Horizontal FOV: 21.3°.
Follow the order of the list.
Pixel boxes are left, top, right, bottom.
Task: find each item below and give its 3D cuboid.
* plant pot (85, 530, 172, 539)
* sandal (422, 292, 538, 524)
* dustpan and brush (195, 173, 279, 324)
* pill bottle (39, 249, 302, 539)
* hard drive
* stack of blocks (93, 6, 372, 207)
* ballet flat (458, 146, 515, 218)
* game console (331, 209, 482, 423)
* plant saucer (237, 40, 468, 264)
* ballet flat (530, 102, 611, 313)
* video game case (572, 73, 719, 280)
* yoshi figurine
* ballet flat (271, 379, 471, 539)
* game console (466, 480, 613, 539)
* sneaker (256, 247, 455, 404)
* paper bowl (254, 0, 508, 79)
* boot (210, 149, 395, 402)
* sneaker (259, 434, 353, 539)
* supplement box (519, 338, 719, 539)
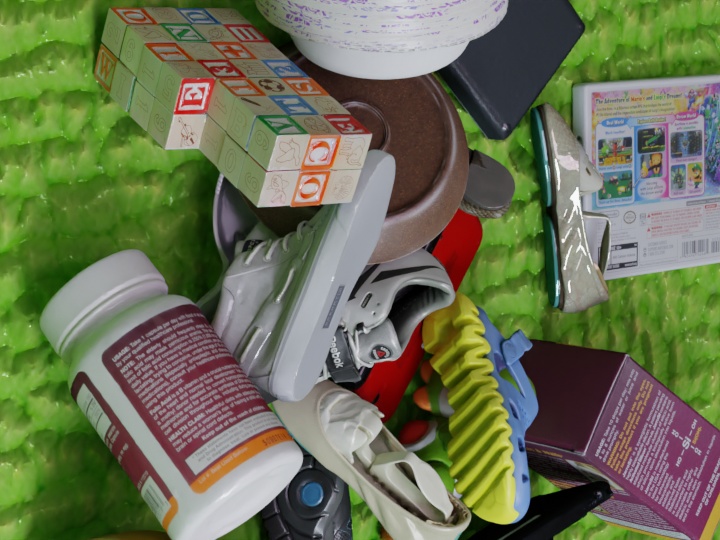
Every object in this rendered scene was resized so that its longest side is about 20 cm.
[{"bbox_3d":[-0.125,0.290,1.459,0.183,0.199,0.202,-5,99,-53],"label":"plant pot"},{"bbox_3d":[0.114,0.113,1.576,0.087,0.079,0.202,12,57,-34],"label":"sandal"},{"bbox_3d":[-0.083,-0.016,1.507,0.140,0.057,0.200,43,80,-13],"label":"dustpan and brush"},{"bbox_3d":[-0.141,0.091,1.399,0.114,0.114,0.201,-28,72,-32],"label":"pill bottle"},{"bbox_3d":[0.104,-0.231,1.652,0.140,0.033,0.200,-53,124,-20],"label":"hard drive"},{"bbox_3d":[-0.096,-0.122,1.403,0.114,0.200,0.059,-5,126,-38],"label":"stack of blocks"},{"bbox_3d":[0.041,-0.109,1.567,0.199,0.046,0.068,37,67,4],"label":"ballet flat"},{"bbox_3d":[0.000,0.000,1.613,0.201,0.118,0.173,-62,157,-13],"label":"game console"},{"bbox_3d":[-0.006,-0.104,1.508,0.198,0.035,0.202,5,69,-12],"label":"plant saucer"},{"bbox_3d":[0.191,-0.060,1.720,0.062,0.068,0.202,-9,112,-3],"label":"ballet flat"},{"bbox_3d":[0.278,-0.090,1.814,0.199,0.024,0.184,-8,100,-36],"label":"video game case"},{"bbox_3d":[0.094,0.155,1.659,0.112,0.112,0.201,36,71,-52],"label":"yoshi figurine"},{"bbox_3d":[0.012,0.146,1.531,0.200,0.069,0.070,46,67,-6],"label":"ballet flat"},{"bbox_3d":[0.128,0.286,1.680,0.199,0.176,0.117,-27,91,-33],"label":"game console"},{"bbox_3d":[-0.014,0.048,1.491,0.199,0.088,0.074,-37,131,-12],"label":"sneaker"},{"bbox_3d":[0.016,-0.220,1.482,0.200,0.200,0.105,-24,129,-33],"label":"paper bowl"},{"bbox_3d":[-0.051,-0.009,1.437,0.201,0.095,0.073,-66,160,1],"label":"boot"},{"bbox_3d":[-0.041,0.214,1.590,0.082,0.073,0.202,13,78,-72],"label":"sneaker"},{"bbox_3d":[0.234,0.158,1.746,0.200,0.130,0.104,37,72,-36],"label":"supplement box"}]
